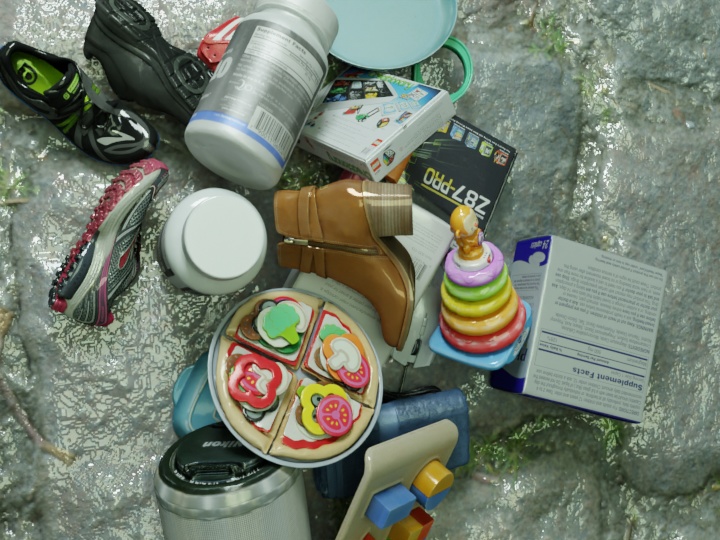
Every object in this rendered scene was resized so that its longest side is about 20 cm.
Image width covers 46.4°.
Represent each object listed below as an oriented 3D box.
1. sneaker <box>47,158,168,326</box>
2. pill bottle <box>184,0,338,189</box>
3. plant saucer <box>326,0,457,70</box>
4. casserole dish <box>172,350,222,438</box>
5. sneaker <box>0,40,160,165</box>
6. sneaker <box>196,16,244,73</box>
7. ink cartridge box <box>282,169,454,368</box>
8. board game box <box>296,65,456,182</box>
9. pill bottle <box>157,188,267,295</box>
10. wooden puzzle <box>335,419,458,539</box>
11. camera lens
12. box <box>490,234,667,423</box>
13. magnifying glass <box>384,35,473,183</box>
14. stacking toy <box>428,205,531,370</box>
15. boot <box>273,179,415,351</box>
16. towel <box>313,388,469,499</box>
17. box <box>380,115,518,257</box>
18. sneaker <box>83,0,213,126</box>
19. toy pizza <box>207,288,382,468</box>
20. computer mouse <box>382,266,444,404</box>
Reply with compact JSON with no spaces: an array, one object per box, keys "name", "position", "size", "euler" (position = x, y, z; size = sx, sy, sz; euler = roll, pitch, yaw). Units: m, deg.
[{"name":"sneaker","position":[-0.274,-0.034,0.948],"size":[0.074,0.080,0.202],"euler":[30,93,-29]},{"name":"pill bottle","position":[-0.102,-0.203,0.911],"size":[0.112,0.114,0.203],"euler":[27,71,-14]},{"name":"plant saucer","position":[0.022,-0.326,1.040],"size":[0.195,0.028,0.205],"euler":[2,67,-4]},{"name":"casserole dish","position":[-0.130,0.176,1.000],"size":[0.197,0.039,0.123],"euler":[29,81,-15]},{"name":"sneaker","position":[-0.317,-0.184,0.934],"size":[0.198,0.083,0.072],"euler":[34,79,-13]},{"name":"sneaker","position":[-0.147,-0.207,1.002],"size":[0.113,0.078,0.205],"euler":[14,72,-7]},{"name":"ink cartridge box","position":[0.000,0.000,0.999],"size":[0.144,0.083,0.203],"euler":[28,97,-14]},{"name":"board game box","position":[0.004,-0.177,0.976],"size":[0.126,0.199,0.035],"euler":[-41,127,-13]},{"name":"pill bottle","position":[-0.162,-0.029,0.914],"size":[0.108,0.200,0.114],"euler":[1,88,-17]},{"name":"wooden puzzle","position":[0.041,0.283,0.960],"size":[0.183,0.046,0.204],"euler":[-5,118,-53]},{"name":"camera lens","position":[-0.133,0.277,0.910],"size":[0.156,0.160,0.205],"euler":[-12,109,-17]},{"name":"box","position":[0.282,0.077,1.094],"size":[0.180,0.105,0.205],"euler":[15,83,-16]},{"name":"magnifying glass","position":[0.078,-0.200,1.039],"size":[0.079,0.022,0.203],"euler":[29,80,-11]},{"name":"stacking toy","position":[0.133,0.007,0.974],"size":[0.117,0.108,0.203],"euler":[-52,142,-36]},{"name":"boot","position":[-0.016,-0.004,0.923],"size":[0.151,0.074,0.205],"euler":[-1,113,5]},{"name":"towel","position":[0.037,0.209,1.027],"size":[0.195,0.049,0.114],"euler":[-10,118,-15]},{"name":"box","position":[0.085,-0.123,1.072],"size":[0.197,0.049,0.164],"euler":[27,83,-13]},{"name":"sneaker","position":[-0.235,-0.219,0.959],"size":[0.200,0.091,0.076],"euler":[46,33,3]},{"name":"toy pizza","position":[-0.064,0.106,0.890],"size":[0.196,0.032,0.204],"euler":[11,58,-18]},{"name":"computer mouse","position":[0.069,0.082,1.061],"size":[0.107,0.044,0.205],"euler":[11,85,-15]}]
